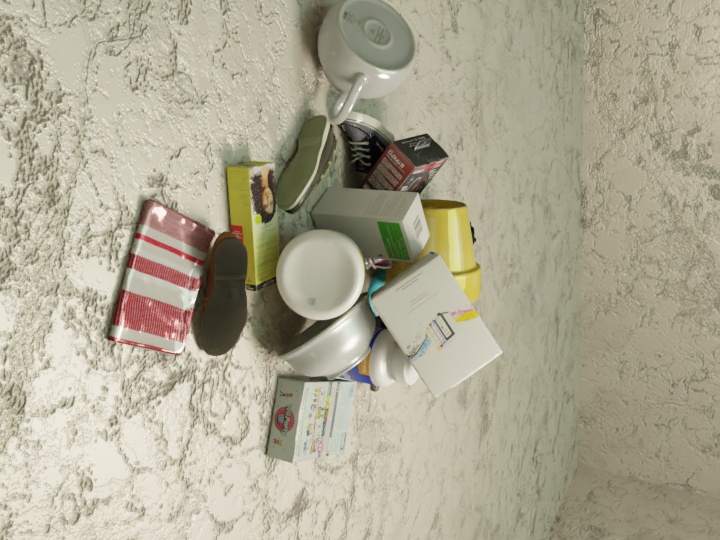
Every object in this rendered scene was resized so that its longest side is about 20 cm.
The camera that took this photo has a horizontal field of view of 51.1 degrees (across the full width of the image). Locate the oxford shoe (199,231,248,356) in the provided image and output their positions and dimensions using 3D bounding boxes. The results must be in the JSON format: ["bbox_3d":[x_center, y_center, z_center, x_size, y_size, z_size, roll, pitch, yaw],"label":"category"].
[{"bbox_3d":[-0.213,0.036,1.179,0.070,0.071,0.203,6,109,-22],"label":"oxford shoe"}]

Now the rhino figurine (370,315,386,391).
[{"bbox_3d":[0.038,0.183,1.613,0.088,0.059,0.202,-107,-161,-51],"label":"rhino figurine"}]

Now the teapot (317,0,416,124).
[{"bbox_3d":[-0.003,-0.384,1.371,0.199,0.146,0.199,-23,79,-36],"label":"teapot"}]

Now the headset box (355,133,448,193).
[{"bbox_3d":[0.080,-0.187,1.515,0.148,0.075,0.200,-26,159,-53],"label":"headset box"}]

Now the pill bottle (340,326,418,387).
[{"bbox_3d":[0.017,0.165,1.476,0.112,0.198,0.114,-21,114,-57],"label":"pill bottle"}]

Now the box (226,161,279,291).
[{"bbox_3d":[-0.173,-0.073,1.233,0.075,0.050,0.203,-28,121,-56],"label":"box"}]

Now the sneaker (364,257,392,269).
[{"bbox_3d":[-0.007,-0.010,1.480,0.201,0.111,0.072,-59,145,-35],"label":"sneaker"}]

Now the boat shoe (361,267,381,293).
[{"bbox_3d":[0.000,0.000,1.568,0.067,0.056,0.201,64,38,-36],"label":"boat shoe"}]

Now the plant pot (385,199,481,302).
[{"bbox_3d":[0.150,-0.042,1.540,0.200,0.198,0.192,-22,116,-57],"label":"plant pot"}]

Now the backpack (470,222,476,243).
[{"bbox_3d":[0.181,-0.048,1.751,0.200,0.166,0.165,-34,134,-58],"label":"backpack"}]

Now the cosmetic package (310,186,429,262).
[{"bbox_3d":[0.019,-0.088,1.420,0.085,0.198,0.108,-59,141,-37],"label":"cosmetic package"}]

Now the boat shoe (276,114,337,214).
[{"bbox_3d":[-0.089,-0.180,1.335,0.061,0.071,0.203,50,51,-48],"label":"boat shoe"}]

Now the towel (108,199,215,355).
[{"bbox_3d":[-0.283,0.015,1.087,0.144,0.022,0.203,28,73,-59],"label":"towel"}]

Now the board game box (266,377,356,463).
[{"bbox_3d":[-0.090,0.283,1.454,0.199,0.063,0.150,16,82,-62],"label":"board game box"}]

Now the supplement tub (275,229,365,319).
[{"bbox_3d":[-0.063,0.003,1.293,0.200,0.143,0.148,-66,162,-87],"label":"supplement tub"}]

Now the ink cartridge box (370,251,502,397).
[{"bbox_3d":[0.129,0.091,1.326,0.201,0.144,0.147,56,2,-3],"label":"ink cartridge box"}]

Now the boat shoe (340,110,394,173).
[{"bbox_3d":[0.007,-0.247,1.487,0.199,0.074,0.094,16,88,-61],"label":"boat shoe"}]

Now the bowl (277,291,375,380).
[{"bbox_3d":[-0.043,0.131,1.346,0.091,0.200,0.201,55,40,-4],"label":"bowl"}]

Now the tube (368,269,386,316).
[{"bbox_3d":[0.017,0.084,1.621,0.077,0.050,0.202,37,70,-55],"label":"tube"}]
